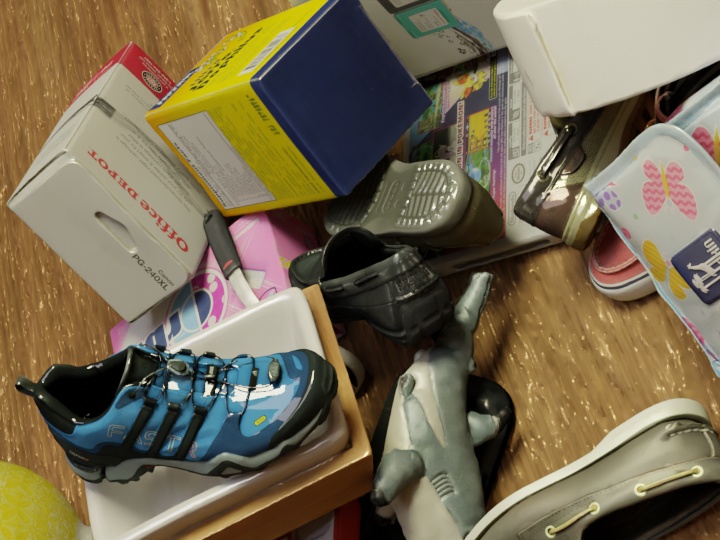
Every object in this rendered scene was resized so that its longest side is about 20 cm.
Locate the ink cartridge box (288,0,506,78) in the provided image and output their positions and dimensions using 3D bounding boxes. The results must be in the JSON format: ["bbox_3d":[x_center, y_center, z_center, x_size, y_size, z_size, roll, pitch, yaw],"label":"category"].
[{"bbox_3d":[0.061,-0.257,1.188,0.199,0.146,0.148,-15,45,38],"label":"ink cartridge box"}]

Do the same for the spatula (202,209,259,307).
[{"bbox_3d":[-0.088,0.014,1.201,0.056,0.020,0.201,-44,45,14],"label":"spatula"}]

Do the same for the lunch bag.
[{"bbox_3d":[0.250,-0.040,0.888,0.199,0.127,0.170,-36,86,26],"label":"lunch bag"}]

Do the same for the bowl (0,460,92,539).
[{"bbox_3d":[-0.260,0.250,1.268,0.106,0.201,0.202,-3,58,-5],"label":"bowl"}]

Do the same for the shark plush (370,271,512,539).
[{"bbox_3d":[0.063,0.103,1.066,0.082,0.091,0.202,11,61,6],"label":"shark plush"}]

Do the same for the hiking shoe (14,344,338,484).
[{"bbox_3d":[-0.113,0.083,0.977,0.198,0.087,0.075,-15,48,17],"label":"hiking shoe"}]

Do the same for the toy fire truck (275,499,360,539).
[{"bbox_3d":[-0.061,0.190,1.102,0.167,0.112,0.202,-26,44,35],"label":"toy fire truck"}]

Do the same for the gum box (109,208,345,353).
[{"bbox_3d":[-0.115,0.053,1.274,0.200,0.066,0.114,-39,46,22],"label":"gum box"}]

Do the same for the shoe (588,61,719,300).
[{"bbox_3d":[0.204,-0.072,1.014,0.200,0.091,0.072,-47,44,15],"label":"shoe"}]

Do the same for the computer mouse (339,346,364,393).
[{"bbox_3d":[-0.085,0.101,1.213,0.199,0.110,0.044,-28,42,18],"label":"computer mouse"}]

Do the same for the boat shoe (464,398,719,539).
[{"bbox_3d":[0.140,0.160,0.971,0.201,0.072,0.061,-39,42,18],"label":"boat shoe"}]

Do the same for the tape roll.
[{"bbox_3d":[0.183,-0.169,0.956,0.201,0.071,0.203,-25,14,7],"label":"tape roll"}]

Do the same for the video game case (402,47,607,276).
[{"bbox_3d":[0.106,-0.102,1.176,0.181,0.023,0.202,-16,60,38],"label":"video game case"}]

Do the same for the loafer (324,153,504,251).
[{"bbox_3d":[0.037,-0.041,1.147,0.076,0.069,0.200,-64,26,-4],"label":"loafer"}]

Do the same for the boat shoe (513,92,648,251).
[{"bbox_3d":[0.157,-0.110,1.065,0.073,0.064,0.201,108,-177,-60],"label":"boat shoe"}]

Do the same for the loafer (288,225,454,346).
[{"bbox_3d":[0.000,0.000,1.107,0.068,0.071,0.200,-31,19,-19],"label":"loafer"}]

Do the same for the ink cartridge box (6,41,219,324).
[{"bbox_3d":[-0.190,-0.075,1.301,0.083,0.145,0.201,-34,21,28],"label":"ink cartridge box"}]

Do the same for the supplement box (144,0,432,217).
[{"bbox_3d":[-0.059,-0.123,1.196,0.110,0.109,0.199,-48,21,-25],"label":"supplement box"}]

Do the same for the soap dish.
[{"bbox_3d":[-0.091,0.117,1.057,0.199,0.081,0.158,-27,45,7],"label":"soap dish"}]

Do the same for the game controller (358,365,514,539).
[{"bbox_3d":[0.039,0.166,1.098,0.104,0.042,0.202,15,80,32],"label":"game controller"}]
